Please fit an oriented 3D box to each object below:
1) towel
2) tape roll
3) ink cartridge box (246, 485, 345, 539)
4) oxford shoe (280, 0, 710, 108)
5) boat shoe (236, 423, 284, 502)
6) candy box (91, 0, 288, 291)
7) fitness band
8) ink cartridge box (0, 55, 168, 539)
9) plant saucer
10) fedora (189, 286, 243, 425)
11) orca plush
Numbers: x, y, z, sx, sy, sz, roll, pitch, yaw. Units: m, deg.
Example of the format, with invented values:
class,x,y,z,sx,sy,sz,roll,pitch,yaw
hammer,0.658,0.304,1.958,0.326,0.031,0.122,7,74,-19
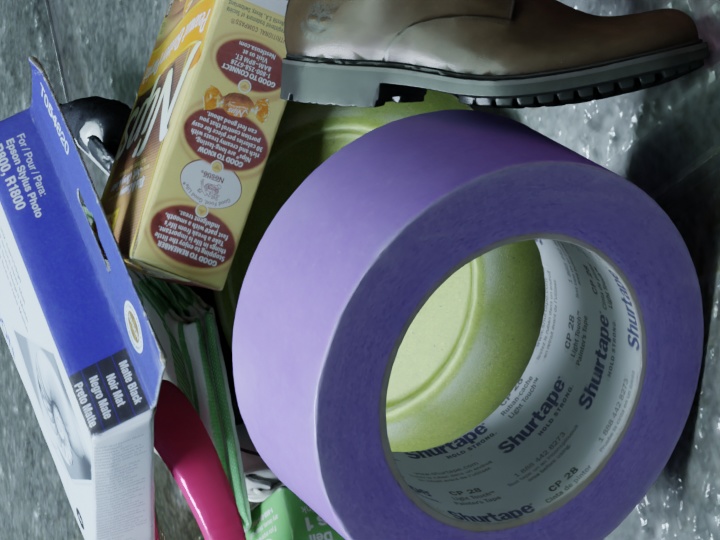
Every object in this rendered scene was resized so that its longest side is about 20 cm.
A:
class,x,y,z,sx,sy,sz,roll,pitch,yaw
towel,-0.116,0.057,1.360,0.200,0.023,0.154,36,141,57
tape roll,0.049,0.036,1.058,0.085,0.199,0.202,34,124,56
ink cartridge box,-0.013,0.232,1.331,0.146,0.084,0.201,-44,56,57
oxford shoe,0.057,-0.114,1.061,0.198,0.073,0.085,3,96,17
boat shoe,-0.062,0.107,1.423,0.200,0.072,0.066,1,105,60
candy box,-0.076,-0.094,1.225,0.201,0.055,0.115,-71,18,-4
fitness band,-0.107,0.143,1.327,0.144,0.037,0.200,66,159,18
ink cartridge box,-0.156,0.024,1.250,0.201,0.040,0.200,101,148,-56
plant saucer,0.000,0.000,1.216,0.199,0.031,0.202,4,97,29
fedora,-0.053,-0.015,1.358,0.200,0.091,0.202,18,110,60
orca plush,-0.135,-0.082,1.565,0.105,0.071,0.200,48,175,-30
